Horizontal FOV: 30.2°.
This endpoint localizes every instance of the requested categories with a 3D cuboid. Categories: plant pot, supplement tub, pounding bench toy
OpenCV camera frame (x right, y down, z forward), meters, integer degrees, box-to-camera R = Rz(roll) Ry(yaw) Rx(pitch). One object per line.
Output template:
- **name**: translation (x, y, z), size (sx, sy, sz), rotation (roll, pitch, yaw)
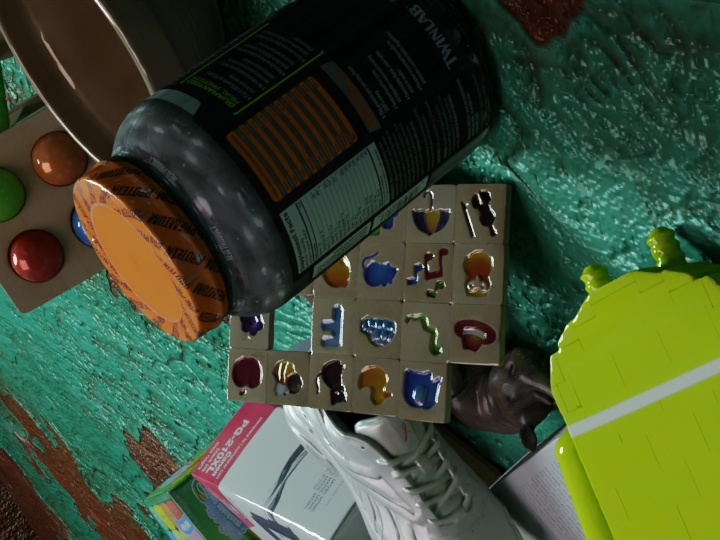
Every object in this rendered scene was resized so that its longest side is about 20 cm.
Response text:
- **plant pot**: translation (-0.154, -0.159, 0.876), size (0.201, 0.093, 0.201), rotation (41, 154, 25)
- **supplement tub**: translation (-0.038, -0.061, 0.679), size (0.122, 0.200, 0.123), rotation (40, 153, 25)
- **pounding bench toy**: translation (-0.259, -0.095, 1.038), size (0.201, 0.124, 0.156), rotation (60, -179, -18)

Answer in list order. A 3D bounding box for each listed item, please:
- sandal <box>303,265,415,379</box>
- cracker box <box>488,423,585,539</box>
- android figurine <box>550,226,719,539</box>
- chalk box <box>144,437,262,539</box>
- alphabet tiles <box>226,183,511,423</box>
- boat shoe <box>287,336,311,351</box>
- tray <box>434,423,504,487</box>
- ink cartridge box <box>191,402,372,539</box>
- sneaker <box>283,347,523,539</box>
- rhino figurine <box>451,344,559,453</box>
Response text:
- **sandal**: translation (-0.013, -0.020, 0.846), size (0.078, 0.069, 0.212), rotation (-43, 64, 23)
- **cracker box**: translation (0.158, 0.152, 0.802), size (0.134, 0.058, 0.200), rotation (49, 156, 9)
- **android figurine**: translation (0.162, 0.080, 0.639), size (0.182, 0.041, 0.201), rotation (-36, 70, 45)
- **chalk box**: translation (-0.102, 0.207, 1.157), size (0.124, 0.200, 0.125), rotation (52, 156, -2)
- **alphabet tiles**: translation (0.000, 0.000, 0.786), size (0.199, 0.008, 0.168), rotation (2, 88, 36)
- **boat shoe**: translation (-0.017, 0.089, 1.020), size (0.200, 0.070, 0.066), rotation (-17, 109, 56)
- **tray**: translation (0.102, 0.189, 0.980), size (0.200, 0.037, 0.099), rotation (36, 151, 30)
- **ink cartridge box**: translation (-0.013, 0.185, 0.998), size (0.145, 0.084, 0.200), rotation (48, 160, -29)
- **sneaker**: translation (0.026, 0.121, 0.823), size (0.200, 0.078, 0.100), rotation (43, 159, 14)
- **rhino figurine**: translation (0.068, 0.063, 0.830), size (0.200, 0.060, 0.088), rotation (10, 131, 60)
